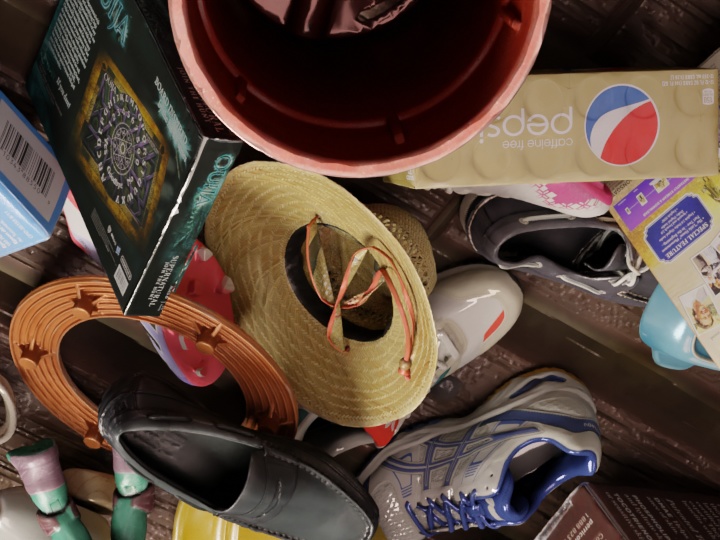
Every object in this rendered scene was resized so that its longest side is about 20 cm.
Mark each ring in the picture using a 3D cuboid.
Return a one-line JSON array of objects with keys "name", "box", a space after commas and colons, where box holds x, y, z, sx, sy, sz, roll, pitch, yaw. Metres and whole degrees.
[{"name": "ring", "box": [-0.136, 0.076, 1.553, 0.199, 0.019, 0.201, 13, 143, 10]}]

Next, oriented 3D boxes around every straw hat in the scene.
[{"name": "straw hat", "box": [0.000, 0.000, 1.536, 0.085, 0.201, 0.202, -34, 134, -37]}]

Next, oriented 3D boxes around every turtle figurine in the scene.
[{"name": "turtle figurine", "box": [-0.161, 0.205, 1.549, 0.149, 0.101, 0.201, -12, 98, -30]}]

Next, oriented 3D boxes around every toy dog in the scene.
[{"name": "toy dog", "box": [-0.245, 0.165, 1.609, 0.200, 0.132, 0.096, 43, 145, -26]}]

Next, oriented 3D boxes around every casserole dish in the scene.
[{"name": "casserole dish", "box": [0.266, -0.007, 1.594, 0.121, 0.039, 0.200, 13, 115, -43]}]

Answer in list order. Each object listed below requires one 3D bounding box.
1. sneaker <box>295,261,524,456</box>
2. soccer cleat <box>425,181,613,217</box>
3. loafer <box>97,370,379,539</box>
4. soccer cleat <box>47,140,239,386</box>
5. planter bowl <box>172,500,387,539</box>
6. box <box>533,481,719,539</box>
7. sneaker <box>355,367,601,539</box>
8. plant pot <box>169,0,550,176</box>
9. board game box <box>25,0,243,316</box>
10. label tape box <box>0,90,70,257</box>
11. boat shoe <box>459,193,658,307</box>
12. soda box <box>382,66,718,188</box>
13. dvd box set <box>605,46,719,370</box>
[{"name": "sneaker", "box": [0.027, 0.074, 1.598, 0.199, 0.094, 0.070, -29, 124, 9]}, {"name": "soccer cleat", "box": [0.066, -0.078, 1.521, 0.200, 0.070, 0.086, 33, 104, -19]}, {"name": "loafer", "box": [-0.076, 0.131, 1.505, 0.200, 0.070, 0.068, 29, 109, -19]}, {"name": "soccer cleat", "box": [-0.140, -0.008, 1.535, 0.067, 0.076, 0.200, -53, 136, -29]}, {"name": "planter bowl", "box": [-0.034, 0.212, 1.657, 0.083, 0.200, 0.201, -19, 134, -43]}, {"name": "box", "box": [0.214, 0.266, 1.682, 0.199, 0.164, 0.166, 10, 123, -45]}, {"name": "sneaker", "box": [0.075, 0.145, 1.659, 0.200, 0.088, 0.075, -34, 125, 13]}, {"name": "plant pot", "box": [-0.008, -0.175, 1.339, 0.200, 0.195, 0.202, -2, 108, -5]}, {"name": "board game box", "box": [-0.134, -0.091, 1.384, 0.028, 0.200, 0.136, 2, 134, -33]}, {"name": "label tape box", "box": [-0.296, -0.058, 1.456, 0.199, 0.066, 0.143, -17, 129, 32]}, {"name": "boat shoe", "box": [0.160, -0.006, 1.590, 0.199, 0.063, 0.073, 16, 116, -22]}, {"name": "soda box", "box": [0.115, -0.088, 1.459, 0.199, 0.064, 0.068, -3, 97, -18]}, {"name": "dvd box set", "box": [0.248, -0.028, 1.516, 0.146, 0.200, 0.029, -43, 165, 32]}]
